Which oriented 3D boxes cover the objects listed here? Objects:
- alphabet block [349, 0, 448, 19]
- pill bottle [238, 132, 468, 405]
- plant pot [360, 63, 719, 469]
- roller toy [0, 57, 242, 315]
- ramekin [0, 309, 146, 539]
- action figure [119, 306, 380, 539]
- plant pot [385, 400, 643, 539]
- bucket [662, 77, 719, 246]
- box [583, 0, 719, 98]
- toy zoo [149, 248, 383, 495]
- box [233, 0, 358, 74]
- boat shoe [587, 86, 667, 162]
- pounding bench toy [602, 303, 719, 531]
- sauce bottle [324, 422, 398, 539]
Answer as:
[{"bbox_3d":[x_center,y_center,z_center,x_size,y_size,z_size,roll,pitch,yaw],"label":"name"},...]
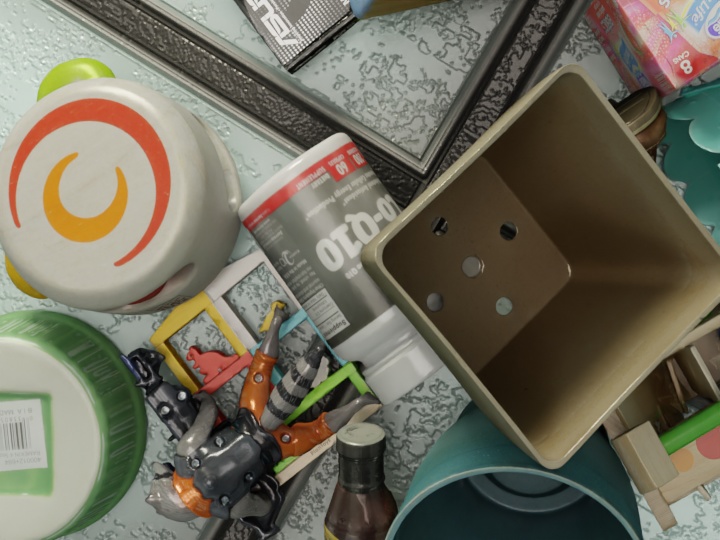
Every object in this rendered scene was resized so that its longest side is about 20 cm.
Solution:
[{"bbox_3d":[0.081,-0.324,1.109,0.198,0.196,0.197,-16,85,-16],"label":"alphabet block"},{"bbox_3d":[0.000,0.000,1.210,0.113,0.114,0.201,-36,89,6],"label":"pill bottle"},{"bbox_3d":[0.113,-0.004,1.087,0.200,0.177,0.200,-43,102,-12],"label":"plant pot"},{"bbox_3d":[-0.195,-0.054,1.212,0.181,0.140,0.202,21,90,14],"label":"roller toy"},{"bbox_3d":[-0.288,0.138,1.251,0.197,0.098,0.203,0,93,5],"label":"ramekin"},{"bbox_3d":[-0.111,0.120,1.214,0.200,0.105,0.194,43,86,-2],"label":"action figure"},{"bbox_3d":[0.125,0.188,1.157,0.198,0.188,0.202,4,116,8],"label":"plant pot"},{"bbox_3d":[0.333,-0.072,1.138,0.134,0.207,0.208,-33,90,2],"label":"bucket"},{"bbox_3d":[0.243,-0.195,1.133,0.102,0.200,0.095,-32,90,4],"label":"box"},{"bbox_3d":[-0.090,0.073,1.269,0.131,0.020,0.201,-38,89,6],"label":"toy zoo"},{"bbox_3d":[-0.045,-0.302,1.232,0.192,0.048,0.201,-37,90,3],"label":"box"},{"bbox_3d":[0.203,-0.094,1.145,0.072,0.200,0.068,-31,96,1],"label":"boat shoe"},{"bbox_3d":[0.270,0.106,1.148,0.155,0.200,0.125,-30,90,7],"label":"pounding bench toy"},{"bbox_3d":[0.001,0.224,1.223,0.065,0.066,0.202,0,109,5],"label":"sauce bottle"}]
